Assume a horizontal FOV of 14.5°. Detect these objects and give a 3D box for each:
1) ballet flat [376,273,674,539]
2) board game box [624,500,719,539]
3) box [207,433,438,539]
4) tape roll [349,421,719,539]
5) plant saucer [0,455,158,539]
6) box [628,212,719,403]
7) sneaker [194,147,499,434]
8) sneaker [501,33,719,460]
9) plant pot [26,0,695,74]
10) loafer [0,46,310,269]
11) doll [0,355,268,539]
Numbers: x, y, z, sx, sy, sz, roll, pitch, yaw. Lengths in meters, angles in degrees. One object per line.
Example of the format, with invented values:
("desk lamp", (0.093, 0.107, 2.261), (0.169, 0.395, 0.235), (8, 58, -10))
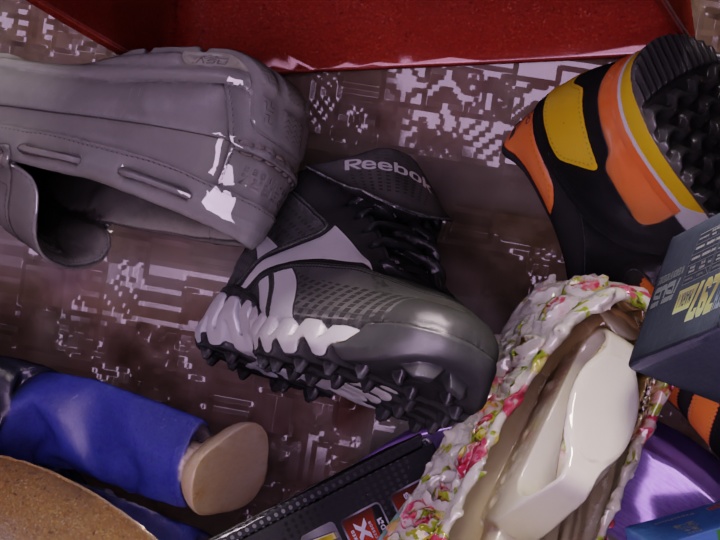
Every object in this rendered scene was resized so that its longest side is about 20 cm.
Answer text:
("ballet flat", (0.048, 0.084, 0.900), (0.075, 0.064, 0.201), (28, 67, -17))
("board game box", (0.201, 0.132, 0.935), (0.199, 0.037, 0.152), (-15, 98, -11))
("box", (-0.007, 0.177, 0.916), (0.160, 0.044, 0.201), (-24, 88, -25))
("tape roll", (0.061, 0.147, 0.998), (0.199, 0.066, 0.201), (1, 95, 13))
("plant saucer", (-0.113, 0.160, 1.000), (0.200, 0.035, 0.201), (20, 128, 27))
("box", (0.176, 0.026, 0.810), (0.157, 0.200, 0.051), (22, 80, -6))
("sneaker", (0.000, 0.000, 0.948), (0.066, 0.200, 0.091), (24, 84, -18))
("sneaker", (0.120, 0.019, 0.983), (0.090, 0.070, 0.201), (-19, 101, 44))
("plant pot", (0.000, -0.170, 0.932), (0.199, 0.200, 0.177), (-2, 83, 13))
("loafer", (-0.108, -0.036, 0.994), (0.199, 0.070, 0.070), (-1, 68, 37))
("doll", (-0.125, 0.071, 1.013), (0.199, 0.048, 0.137), (15, 115, 33))
